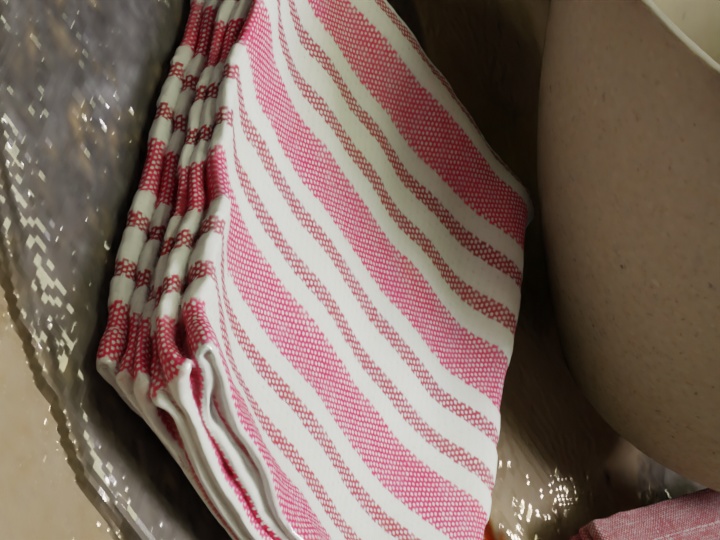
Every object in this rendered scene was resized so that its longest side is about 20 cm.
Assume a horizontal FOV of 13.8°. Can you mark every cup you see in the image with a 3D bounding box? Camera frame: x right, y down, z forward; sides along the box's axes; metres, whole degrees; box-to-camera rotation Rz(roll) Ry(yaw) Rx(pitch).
[{"bbox_3d":[0.130,-0.019,0.845,0.199,0.144,0.201,16,35,-11],"label":"cup"}]

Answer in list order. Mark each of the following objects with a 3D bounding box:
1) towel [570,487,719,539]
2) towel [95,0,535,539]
[{"bbox_3d":[0.149,0.148,0.848,0.144,0.023,0.200,-7,61,-49],"label":"towel"},{"bbox_3d":[0.000,0.000,0.745,0.147,0.030,0.201,53,32,-35],"label":"towel"}]
